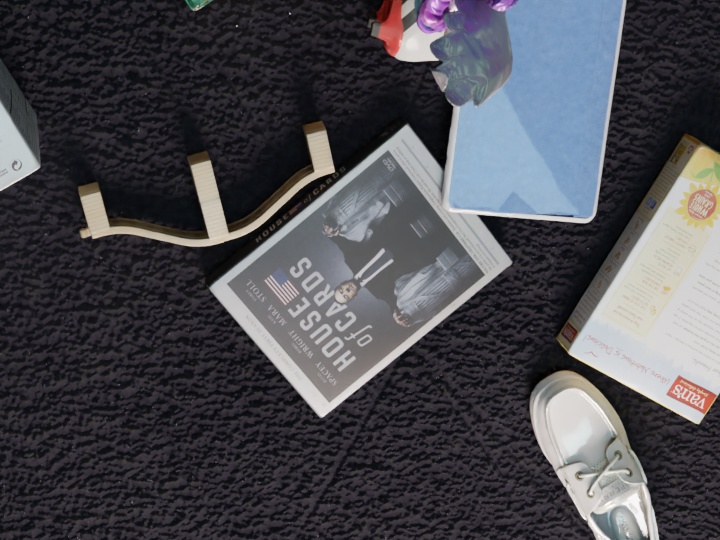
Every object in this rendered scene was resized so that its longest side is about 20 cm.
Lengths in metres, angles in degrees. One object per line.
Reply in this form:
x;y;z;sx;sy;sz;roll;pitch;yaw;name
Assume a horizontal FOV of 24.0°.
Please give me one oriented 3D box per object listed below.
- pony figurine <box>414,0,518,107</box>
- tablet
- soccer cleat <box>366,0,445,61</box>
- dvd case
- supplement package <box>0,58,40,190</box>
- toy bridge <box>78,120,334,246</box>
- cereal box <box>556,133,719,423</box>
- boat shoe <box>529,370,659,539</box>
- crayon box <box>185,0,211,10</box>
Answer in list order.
0.078;-0.210;1.115;0.167;0.193;0.200;49;124;10;pony figurine
0.134;-0.140;1.304;0.129;0.014;0.202;4;101;-15;tablet
0.062;-0.247;1.230;0.084;0.069;0.202;9;112;-10;soccer cleat
0.000;0.000;1.328;0.200;0.025;0.151;-39;113;2;dvd case
-0.347;-0.125;1.135;0.190;0.147;0.201;-29;113;-1;supplement package
-0.115;-0.054;1.280;0.198;0.027;0.068;-16;113;-7;toy bridge
0.271;0.010;1.386;0.143;0.040;0.201;28;101;-20;cereal box
0.206;0.173;1.413;0.070;0.069;0.201;-31;112;1;boat shoe
-0.055;-0.268;1.168;0.199;0.119;0.058;-34;113;1;crayon box
